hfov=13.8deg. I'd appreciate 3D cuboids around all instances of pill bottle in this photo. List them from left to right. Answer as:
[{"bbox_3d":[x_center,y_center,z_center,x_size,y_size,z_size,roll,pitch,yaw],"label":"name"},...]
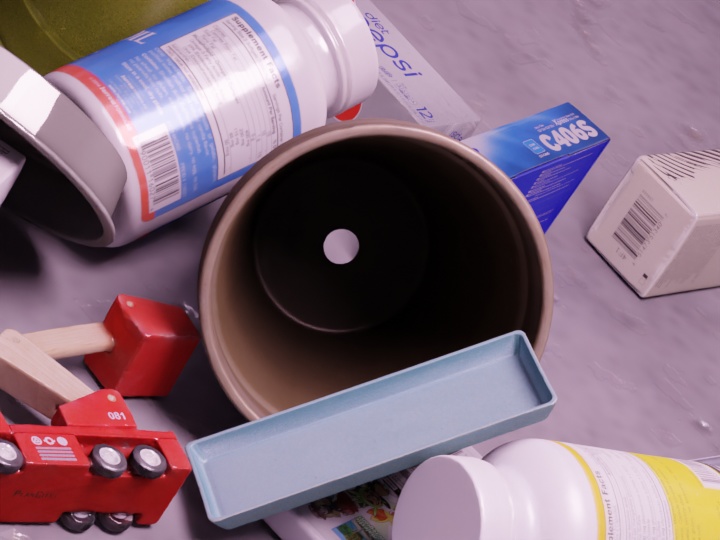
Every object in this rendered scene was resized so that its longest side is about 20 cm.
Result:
[{"bbox_3d":[-0.091,-0.101,1.786,0.200,0.112,0.112,-27,62,-30],"label":"pill bottle"},{"bbox_3d":[0.120,0.152,1.643,0.200,0.112,0.112,10,37,-35],"label":"pill bottle"}]

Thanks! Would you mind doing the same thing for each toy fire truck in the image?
[{"bbox_3d":[-0.161,0.073,1.592,0.200,0.049,0.141,5,39,-39],"label":"toy fire truck"}]

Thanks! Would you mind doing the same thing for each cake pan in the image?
[{"bbox_3d":[-0.211,-0.087,1.663,0.200,0.037,0.200,32,-14,9],"label":"cake pan"}]

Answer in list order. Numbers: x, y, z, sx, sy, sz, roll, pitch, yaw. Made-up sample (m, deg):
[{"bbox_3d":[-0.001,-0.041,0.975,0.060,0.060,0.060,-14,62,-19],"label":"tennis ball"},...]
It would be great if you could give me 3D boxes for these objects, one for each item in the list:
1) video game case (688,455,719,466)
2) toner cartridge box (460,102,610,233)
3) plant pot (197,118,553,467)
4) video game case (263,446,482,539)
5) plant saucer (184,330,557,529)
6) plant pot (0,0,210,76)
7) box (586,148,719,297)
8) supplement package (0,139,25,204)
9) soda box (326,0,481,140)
[{"bbox_3d":[0.249,0.195,1.840,0.182,0.023,0.200,-3,46,-47],"label":"video game case"},{"bbox_3d":[0.083,-0.048,1.965,0.043,0.095,0.200,42,30,16],"label":"toner cartridge box"},{"bbox_3d":[0.000,0.000,1.728,0.200,0.200,0.174,27,7,-11],"label":"plant pot"},{"bbox_3d":[0.058,0.174,1.687,0.200,0.022,0.182,45,31,18],"label":"video game case"},{"bbox_3d":[0.006,0.089,1.628,0.200,0.019,0.070,-20,38,-3],"label":"plant saucer"},{"bbox_3d":[-0.110,-0.200,1.900,0.200,0.193,0.201,24,31,-16],"label":"plant pot"},{"bbox_3d":[0.258,-0.038,2.138,0.200,0.082,0.068,-6,47,-51],"label":"box"},{"bbox_3d":[-0.301,-0.057,1.583,0.200,0.110,0.114,34,30,0],"label":"supplement package"},{"bbox_3d":[-0.011,-0.143,2.044,0.068,0.063,0.200,-10,51,-49],"label":"soda box"}]
